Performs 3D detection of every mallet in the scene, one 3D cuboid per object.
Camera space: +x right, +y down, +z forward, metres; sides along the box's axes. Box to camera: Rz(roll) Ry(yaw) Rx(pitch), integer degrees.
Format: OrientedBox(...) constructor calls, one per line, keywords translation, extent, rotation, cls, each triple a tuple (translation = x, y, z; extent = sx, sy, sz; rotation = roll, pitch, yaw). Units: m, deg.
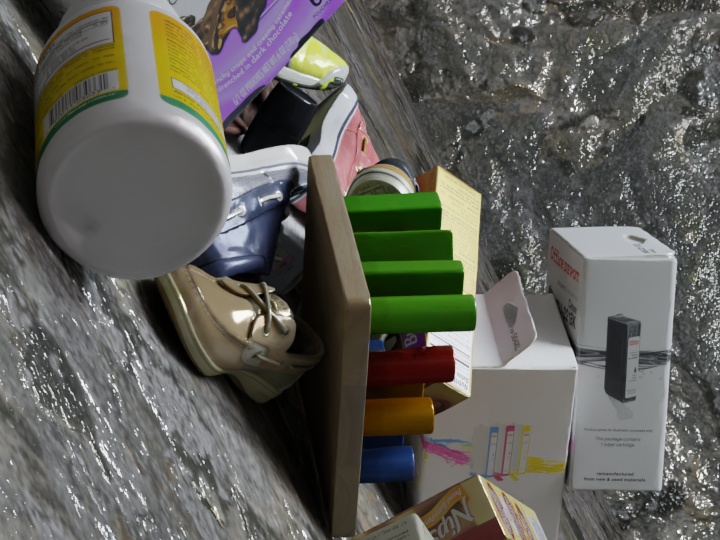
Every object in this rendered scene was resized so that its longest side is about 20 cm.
OrientedBox(translation=(-0.067, -0.121, 1.800), extent=(0.041, 0.066, 0.200), rotation=(32, 2, -4), cls="mallet")

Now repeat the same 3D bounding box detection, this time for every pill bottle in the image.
OrientedBox(translation=(-0.139, -0.091, 1.293), extent=(0.113, 0.112, 0.201), rotation=(57, 9, -32), cls="pill bottle")

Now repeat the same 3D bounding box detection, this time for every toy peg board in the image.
OrientedBox(translation=(0.017, 0.051, 1.558), extent=(0.201, 0.097, 0.201), rotation=(-104, -165, -56), cls="toy peg board")

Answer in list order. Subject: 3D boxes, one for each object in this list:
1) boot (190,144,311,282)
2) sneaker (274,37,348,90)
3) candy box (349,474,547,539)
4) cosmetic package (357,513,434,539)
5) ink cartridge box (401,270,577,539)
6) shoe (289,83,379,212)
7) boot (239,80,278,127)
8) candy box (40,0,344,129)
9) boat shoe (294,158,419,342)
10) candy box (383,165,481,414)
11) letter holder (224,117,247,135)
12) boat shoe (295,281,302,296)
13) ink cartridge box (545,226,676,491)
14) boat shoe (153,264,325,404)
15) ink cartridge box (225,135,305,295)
OrientedBox(translation=(-0.083, -0.035, 1.562), extent=(0.200, 0.072, 0.091), rotation=(-13, 81, -61), cls="boot")
OrientedBox(translation=(-0.092, -0.216, 1.815), extent=(0.199, 0.077, 0.075), rotation=(28, 8, -14), cls="sneaker")
OrientedBox(translation=(0.070, 0.212, 1.605), extent=(0.056, 0.115, 0.200), rotation=(64, 8, 20), cls="candy box")
OrientedBox(translation=(0.033, 0.257, 1.330), extent=(0.104, 0.087, 0.200), rotation=(59, 8, -28), cls="cosmetic package")
OrientedBox(translation=(0.105, 0.112, 1.824), extent=(0.129, 0.124, 0.202), rotation=(-103, -165, -62), cls="ink cartridge box")
OrientedBox(translation=(-0.014, -0.081, 1.785), extent=(0.091, 0.071, 0.200), rotation=(46, 20, -13), cls="shoe")
OrientedBox(translation=(-0.090, -0.124, 1.895), extent=(0.187, 0.064, 0.200), rotation=(57, 10, -15), cls="boot")
OrientedBox(translation=(-0.128, -0.208, 1.499), extent=(0.071, 0.168, 0.200), rotation=(22, -25, 49), cls="candy box")
OrientedBox(translation=(0.000, 0.000, 1.675), extent=(0.074, 0.201, 0.062), rotation=(21, 31, 4), cls="boat shoe")
OrientedBox(translation=(0.036, 0.029, 1.746), extent=(0.056, 0.116, 0.201), rotation=(32, 47, -30), cls="candy box")
OrientedBox(translation=(-0.116, -0.188, 1.671), extent=(0.142, 0.100, 0.200), rotation=(50, 8, 7), cls="letter holder")
OrientedBox(translation=(-0.036, -0.009, 1.857), extent=(0.201, 0.073, 0.069), rotation=(63, -4, 0), cls="boat shoe")
OrientedBox(translation=(0.207, 0.071, 1.844), extent=(0.144, 0.083, 0.202), rotation=(-122, -145, -77), cls="ink cartridge box")
OrientedBox(translation=(-0.077, 0.034, 1.436), extent=(0.073, 0.065, 0.200), rotation=(66, 9, 25), cls="boat shoe")
OrientedBox(translation=(-0.116, -0.083, 1.716), extent=(0.200, 0.057, 0.163), rotation=(40, 14, -11), cls="ink cartridge box")
